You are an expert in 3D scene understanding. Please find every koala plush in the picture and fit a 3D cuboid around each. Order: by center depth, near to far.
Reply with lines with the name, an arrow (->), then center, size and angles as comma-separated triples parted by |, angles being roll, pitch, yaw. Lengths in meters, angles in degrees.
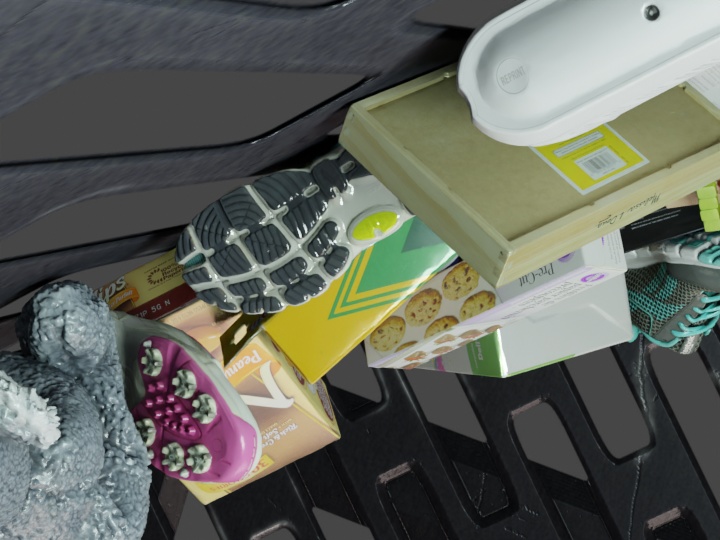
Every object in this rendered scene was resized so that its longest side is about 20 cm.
koala plush -> -0.212, 0.103, 1.143 | 0.176, 0.185, 0.200 | -27, 166, 5

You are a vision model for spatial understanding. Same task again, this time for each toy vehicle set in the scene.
toy vehicle set -> 0.102, -0.071, 1.132 | 0.199, 0.124, 0.027 | -24, 147, -37

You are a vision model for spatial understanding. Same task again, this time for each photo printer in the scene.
photo printer -> 0.145, -0.125, 1.032 | 0.199, 0.070, 0.166 | -27, 178, 22

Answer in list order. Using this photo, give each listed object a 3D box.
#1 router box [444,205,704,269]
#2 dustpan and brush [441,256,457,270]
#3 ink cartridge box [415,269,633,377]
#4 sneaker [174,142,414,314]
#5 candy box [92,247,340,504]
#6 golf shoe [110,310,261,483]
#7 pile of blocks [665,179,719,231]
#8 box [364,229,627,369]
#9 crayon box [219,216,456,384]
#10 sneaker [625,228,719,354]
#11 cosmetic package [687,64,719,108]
router box -> 0.176, -0.048, 1.480 | 0.199, 0.053, 0.157 | -16, -173, -40
dustpan and brush -> 0.037, -0.025, 1.422 | 0.199, 0.058, 0.139 | -23, 153, 21
ink cartridge box -> 0.091, 0.027, 1.515 | 0.116, 0.068, 0.200 | -15, -172, -28
sneaker -> -0.014, -0.038, 1.228 | 0.199, 0.078, 0.080 | -27, -174, 12
candy box -> -0.107, 0.072, 1.443 | 0.115, 0.056, 0.200 | -26, 138, 9
golf shoe -> -0.108, 0.070, 1.273 | 0.091, 0.076, 0.200 | 3, -161, -41
pile of blocks -> 0.169, -0.054, 1.255 | 0.198, 0.063, 0.082 | 7, 145, -7
box -> 0.078, 0.013, 1.299 | 0.038, 0.042, 0.199 | 6, 158, -41
crayon box -> 0.000, 0.000, 1.311 | 0.200, 0.051, 0.127 | -42, -172, 2
sneaker -> 0.235, 0.014, 1.490 | 0.077, 0.092, 0.200 | -14, -174, -20
cosmetic package -> 0.240, -0.111, 1.270 | 0.150, 0.052, 0.199 | -29, 136, 32
